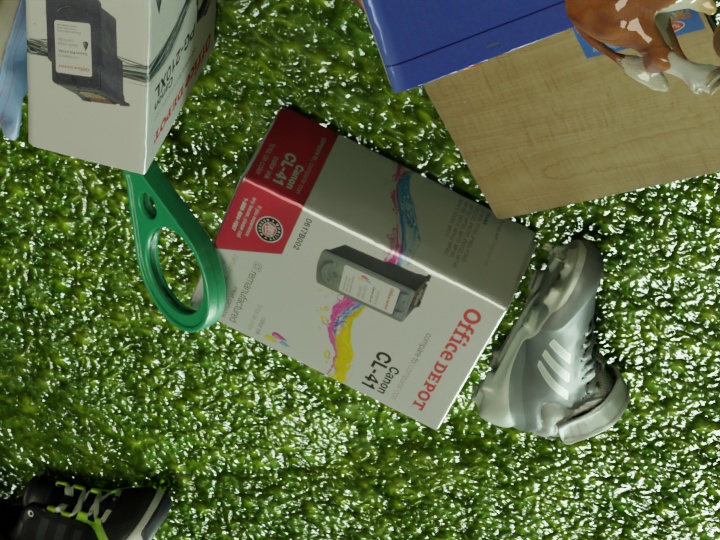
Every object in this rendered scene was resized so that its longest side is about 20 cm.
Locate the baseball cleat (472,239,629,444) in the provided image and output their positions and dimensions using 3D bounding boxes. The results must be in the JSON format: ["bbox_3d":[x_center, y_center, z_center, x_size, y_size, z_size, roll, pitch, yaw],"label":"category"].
[{"bbox_3d":[0.149,0.051,1.465,0.106,0.070,0.200,21,145,-5],"label":"baseball cleat"}]

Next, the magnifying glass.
[{"bbox_3d":[-0.144,-0.054,1.454,0.079,0.022,0.201,-18,96,54],"label":"magnifying glass"}]

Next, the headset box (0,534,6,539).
[{"bbox_3d":[-0.372,0.259,1.824,0.149,0.077,0.200,42,140,15],"label":"headset box"}]

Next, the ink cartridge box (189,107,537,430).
[{"bbox_3d":[0.000,0.000,1.459,0.199,0.086,0.148,27,135,0],"label":"ink cartridge box"}]

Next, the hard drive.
[{"bbox_3d":[0.050,-0.214,1.229,0.131,0.025,0.201,-21,121,0],"label":"hard drive"}]

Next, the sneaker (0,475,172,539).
[{"bbox_3d":[-0.247,0.209,1.767,0.199,0.072,0.083,-20,119,36],"label":"sneaker"}]

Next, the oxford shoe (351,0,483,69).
[{"bbox_3d":[0.005,-0.198,1.295,0.200,0.073,0.071,39,92,-20],"label":"oxford shoe"}]

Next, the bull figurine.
[{"bbox_3d":[0.188,-0.180,1.169,0.122,0.065,0.200,48,140,8],"label":"bull figurine"}]

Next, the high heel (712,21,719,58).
[{"bbox_3d":[0.297,-0.171,1.203,0.096,0.068,0.200,16,129,-33],"label":"high heel"}]

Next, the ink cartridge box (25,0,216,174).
[{"bbox_3d":[-0.144,-0.183,1.308,0.084,0.145,0.201,15,135,8],"label":"ink cartridge box"}]

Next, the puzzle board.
[{"bbox_3d":[0.143,-0.112,1.343,0.199,0.017,0.151,-12,123,31],"label":"puzzle board"}]

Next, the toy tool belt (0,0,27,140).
[{"bbox_3d":[-0.247,-0.142,1.403,0.122,0.125,0.201,7,116,-21],"label":"toy tool belt"}]
